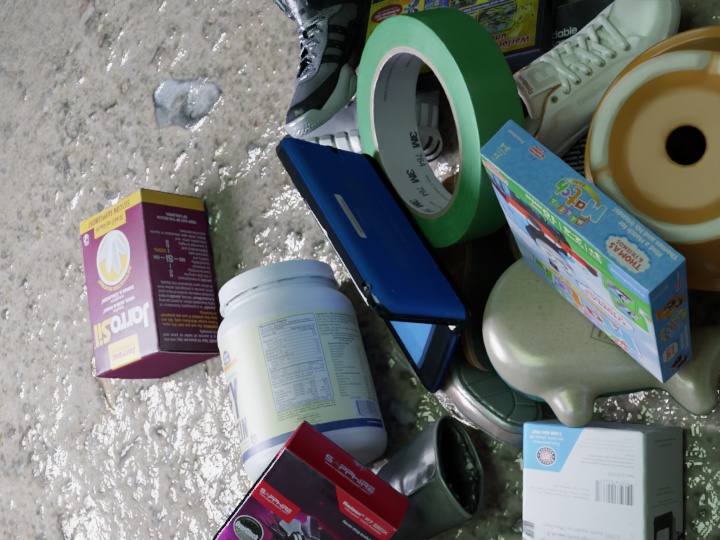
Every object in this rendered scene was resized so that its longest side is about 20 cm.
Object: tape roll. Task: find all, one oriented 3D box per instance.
[{"bbox_3d":[0.065,-0.122,0.929,0.200,0.048,0.201,41,139,50],"label":"tape roll"}]

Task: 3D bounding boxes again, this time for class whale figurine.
[{"bbox_3d":[0.202,0.062,0.896,0.200,0.104,0.159,16,71,20],"label":"whale figurine"}]

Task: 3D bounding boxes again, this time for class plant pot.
[{"bbox_3d":[0.246,-0.081,0.764,0.200,0.183,0.200,1,93,25],"label":"plant pot"}]

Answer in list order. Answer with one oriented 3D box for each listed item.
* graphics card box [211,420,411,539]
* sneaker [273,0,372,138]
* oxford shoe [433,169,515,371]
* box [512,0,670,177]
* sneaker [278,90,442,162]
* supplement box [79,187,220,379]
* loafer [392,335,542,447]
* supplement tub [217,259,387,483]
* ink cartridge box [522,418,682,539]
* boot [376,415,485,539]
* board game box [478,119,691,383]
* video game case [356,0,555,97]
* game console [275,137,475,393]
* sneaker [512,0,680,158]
[{"bbox_3d":[-0.060,0.249,0.999,0.125,0.051,0.200,37,119,0],"label":"graphics card box"},{"bbox_3d":[-0.049,-0.228,1.078,0.075,0.114,0.200,-20,35,49],"label":"sneaker"},{"bbox_3d":[0.101,0.003,1.006,0.071,0.071,0.200,-26,57,43],"label":"oxford shoe"},{"bbox_3d":[0.199,-0.139,0.950,0.143,0.036,0.200,-5,83,41],"label":"box"},{"bbox_3d":[0.004,-0.166,1.116,0.200,0.075,0.116,0,78,36],"label":"sneaker"},{"bbox_3d":[-0.254,0.019,1.301,0.131,0.103,0.200,-22,71,37],"label":"supplement box"},{"bbox_3d":[0.095,0.103,1.006,0.200,0.072,0.063,46,133,43],"label":"loafer"},{"bbox_3d":[-0.063,0.104,1.089,0.145,0.145,0.200,-30,66,36],"label":"supplement tub"},{"bbox_3d":[0.198,0.226,0.886,0.116,0.067,0.200,-2,86,43],"label":"ink cartridge box"},{"bbox_3d":[0.044,0.254,1.019,0.200,0.073,0.182,-32,65,38],"label":"boot"},{"bbox_3d":[0.164,-0.007,0.764,0.037,0.200,0.151,-45,62,-2],"label":"board game box"},{"bbox_3d":[0.093,-0.257,1.024,0.200,0.025,0.181,-8,64,36],"label":"video game case"},{"bbox_3d":[0.000,0.000,0.947,0.118,0.171,0.200,-50,55,27],"label":"game console"},{"bbox_3d":[0.177,-0.158,0.893,0.200,0.085,0.073,-49,54,25],"label":"sneaker"}]
